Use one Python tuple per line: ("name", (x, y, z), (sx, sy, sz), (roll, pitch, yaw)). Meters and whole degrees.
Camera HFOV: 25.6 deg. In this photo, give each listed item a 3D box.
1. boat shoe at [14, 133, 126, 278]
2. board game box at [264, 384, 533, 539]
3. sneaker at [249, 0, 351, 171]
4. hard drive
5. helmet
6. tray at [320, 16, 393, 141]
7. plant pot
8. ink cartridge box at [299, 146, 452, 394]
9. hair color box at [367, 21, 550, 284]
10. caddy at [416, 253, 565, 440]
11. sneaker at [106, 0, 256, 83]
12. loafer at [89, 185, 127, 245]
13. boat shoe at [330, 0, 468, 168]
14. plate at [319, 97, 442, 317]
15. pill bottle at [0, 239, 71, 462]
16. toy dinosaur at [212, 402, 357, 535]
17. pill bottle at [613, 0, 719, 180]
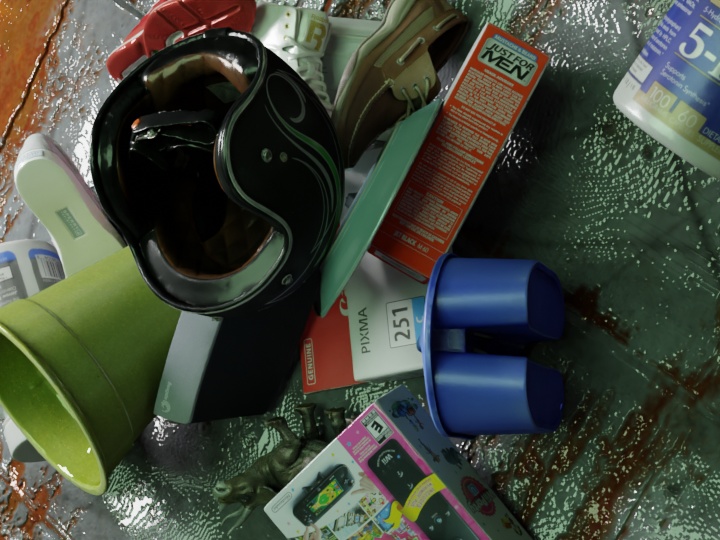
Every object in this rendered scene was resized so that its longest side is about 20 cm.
("boat shoe", (-0.277, -0.047, 1.552), (0.071, 0.201, 0.069), (-25, 35, 12))
("board game box", (0.040, 0.221, 1.312), (0.200, 0.064, 0.148), (48, 113, 8))
("sneaker", (-0.055, -0.175, 1.417), (0.200, 0.073, 0.116), (40, 108, 42))
("hard drive", (-0.102, 0.045, 1.414), (0.042, 0.134, 0.202), (34, 112, 35))
("helmet", (-0.103, -0.068, 1.253), (0.198, 0.192, 0.201), (-16, 39, 14))
("tray", (-0.037, -0.184, 1.474), (0.198, 0.022, 0.109), (11, 92, 35))
("plant pot", (-0.229, 0.067, 1.460), (0.199, 0.201, 0.190), (32, 59, 33))
("ink cartridge box", (0.000, 0.000, 1.413), (0.175, 0.045, 0.202), (-13, 77, 32))
("hair color box", (0.077, -0.092, 1.298), (0.064, 0.111, 0.201), (29, 87, 0))
("caddy", (0.097, 0.062, 1.253), (0.104, 0.200, 0.143), (0, 82, 18))
("sneaker", (-0.158, -0.250, 1.498), (0.199, 0.078, 0.116), (-17, 40, 42))
("loafer", (-0.192, -0.057, 1.551), (0.199, 0.073, 0.072), (21, 58, 41))
("boat shoe", (0.033, -0.164, 1.349), (0.071, 0.076, 0.201), (23, 61, 12))
("plate", (0.008, -0.055, 1.281), (0.025, 0.200, 0.201), (29, 104, -3))
("pill bottle", (-0.331, 0.081, 1.592), (0.113, 0.113, 0.202), (-32, 67, 28))
("toy dinosaur", (-0.031, 0.177, 1.408), (0.198, 0.077, 0.104), (-1, 101, 20))
("pill bottle", (0.291, -0.178, 1.185), (0.120, 0.119, 0.201), (42, 108, 31))
